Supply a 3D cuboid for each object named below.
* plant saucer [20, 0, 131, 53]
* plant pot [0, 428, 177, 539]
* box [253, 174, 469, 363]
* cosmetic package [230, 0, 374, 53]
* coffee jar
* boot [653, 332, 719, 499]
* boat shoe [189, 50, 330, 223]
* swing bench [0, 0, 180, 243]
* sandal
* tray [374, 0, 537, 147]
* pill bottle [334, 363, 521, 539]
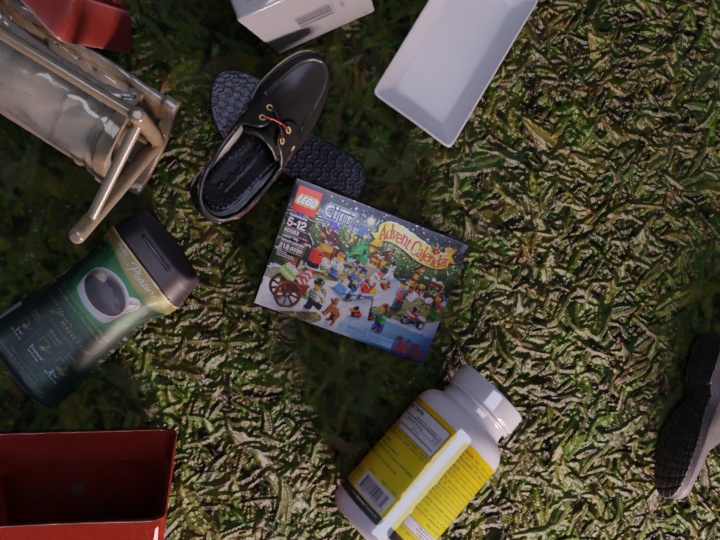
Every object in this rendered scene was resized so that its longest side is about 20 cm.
[{"bbox_3d":[-0.299,-0.293,0.772,0.037,0.200,0.201,-40,97,9],"label":"plant saucer"},{"bbox_3d":[-0.276,0.273,0.790,0.194,0.200,0.181,0,101,-9],"label":"plant pot"},{"bbox_3d":[0.000,0.000,0.893,0.196,0.038,0.139,20,100,-10],"label":"box"},{"bbox_3d":[-0.082,-0.338,0.800,0.120,0.199,0.204,-20,94,7],"label":"cosmetic package"},{"bbox_3d":[-0.261,0.035,0.838,0.199,0.085,0.105,-38,93,-7],"label":"coffee jar"},{"bbox_3d":[0.429,0.185,0.971,0.129,0.070,0.204,22,91,-14],"label":"boot"},{"bbox_3d":[-0.093,-0.132,0.836,0.073,0.063,0.203,40,86,-21],"label":"boat shoe"},{"bbox_3d":[-0.283,-0.154,0.769,0.196,0.201,0.131,31,106,-9],"label":"swing bench"},{"bbox_3d":[-0.081,-0.135,0.896,0.198,0.045,0.076,35,90,-23],"label":"sandal"},{"bbox_3d":[0.106,-0.249,0.934,0.106,0.022,0.202,32,85,-8],"label":"tray"},{"bbox_3d":[0.075,0.202,0.884,0.112,0.112,0.200,44,84,-7],"label":"pill bottle"}]
